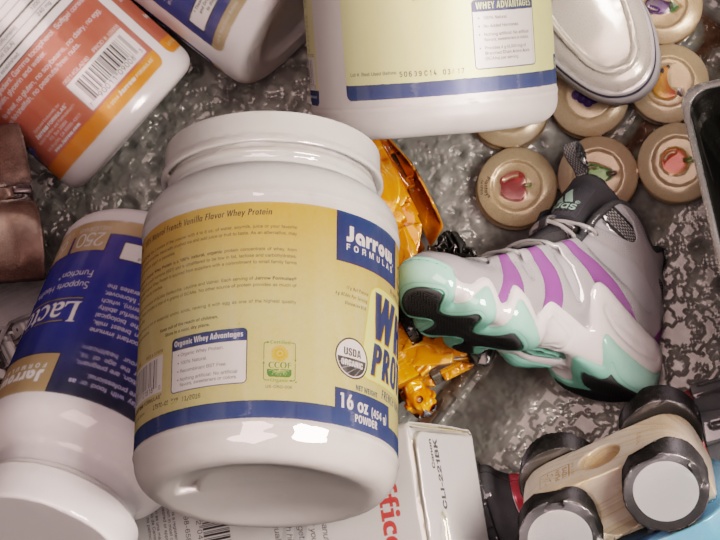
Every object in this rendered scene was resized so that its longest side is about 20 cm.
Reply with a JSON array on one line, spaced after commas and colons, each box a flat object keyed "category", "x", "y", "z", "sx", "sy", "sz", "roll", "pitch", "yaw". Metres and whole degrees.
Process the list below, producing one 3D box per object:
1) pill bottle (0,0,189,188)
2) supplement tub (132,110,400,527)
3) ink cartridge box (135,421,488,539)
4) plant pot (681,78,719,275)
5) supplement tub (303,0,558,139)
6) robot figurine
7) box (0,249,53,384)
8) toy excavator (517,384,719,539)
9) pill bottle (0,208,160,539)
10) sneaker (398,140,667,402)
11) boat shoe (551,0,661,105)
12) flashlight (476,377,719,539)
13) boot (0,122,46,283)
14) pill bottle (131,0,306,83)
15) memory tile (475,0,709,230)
[{"category": "pill bottle", "x": -0.210, "y": -0.154, "z": 1.559, "sx": 0.200, "sy": 0.112, "sz": 0.112, "roll": 42, "pitch": 89, "yaw": -5}, {"category": "supplement tub", "x": -0.050, "y": 0.028, "z": 1.401, "sx": 0.144, "sy": 0.144, "sz": 0.200, "roll": -3, "pitch": 68, "yaw": 8}, {"category": "ink cartridge box", "x": -0.026, "y": 0.177, "z": 1.485, "sx": 0.200, "sy": 0.084, "sz": 0.145, "roll": -14, "pitch": 78, "yaw": 28}, {"category": "plant pot", "x": 0.301, "y": -0.012, "z": 1.453, "sx": 0.200, "sy": 0.177, "sz": 0.200, "roll": -13, "pitch": 80, "yaw": 7}, {"category": "supplement tub", "x": 0.037, "y": -0.181, "z": 1.482, "sx": 0.145, "sy": 0.145, "sz": 0.200, "roll": -3, "pitch": 96, "yaw": 8}, {"category": "robot figurine", "x": 0.000, "y": 0.000, "z": 1.555, "sx": 0.145, "sy": 0.058, "sz": 0.200, "roll": -26, "pitch": 77, "yaw": 4}, {"category": "box", "x": -0.252, "y": 0.038, "z": 1.553, "sx": 0.158, "sy": 0.048, "sz": 0.200, "roll": -26, "pitch": 75, "yaw": -30}, {"category": "toy excavator", "x": 0.144, "y": 0.195, "z": 1.455, "sx": 0.194, "sy": 0.100, "sz": 0.200, "roll": -25, "pitch": 105, "yaw": 12}, {"category": "pill bottle", "x": -0.148, "y": 0.073, "z": 1.476, "sx": 0.115, "sy": 0.116, "sz": 0.200, "roll": 12, "pitch": 55, "yaw": 10}, {"category": "sneaker", "x": 0.105, "y": -0.014, "z": 1.497, "sx": 0.078, "sy": 0.200, "sz": 0.140, "roll": -3, "pitch": 69, "yaw": 46}, {"category": "boat shoe", "x": 0.117, "y": -0.191, "z": 1.546, "sx": 0.071, "sy": 0.070, "sz": 0.200, "roll": -27, "pitch": 77, "yaw": 3}, {"category": "flashlight", "x": 0.135, "y": 0.118, "z": 1.511, "sx": 0.200, "sy": 0.068, "sz": 0.068, "roll": -15, "pitch": 78, "yaw": 5}, {"category": "boot", "x": -0.284, "y": -0.068, "z": 1.515, "sx": 0.166, "sy": 0.072, "sz": 0.200, "roll": -14, "pitch": 81, "yaw": -15}, {"category": "pill bottle", "x": -0.114, "y": -0.216, "z": 1.580, "sx": 0.200, "sy": 0.111, "sz": 0.111, "roll": 38, "pitch": 88, "yaw": 12}, {"category": "memory tile", "x": 0.137, "y": -0.130, "z": 1.578, "sx": 0.153, "sy": 0.017, "sz": 0.200, "roll": -7, "pitch": 79, "yaw": 7}]
